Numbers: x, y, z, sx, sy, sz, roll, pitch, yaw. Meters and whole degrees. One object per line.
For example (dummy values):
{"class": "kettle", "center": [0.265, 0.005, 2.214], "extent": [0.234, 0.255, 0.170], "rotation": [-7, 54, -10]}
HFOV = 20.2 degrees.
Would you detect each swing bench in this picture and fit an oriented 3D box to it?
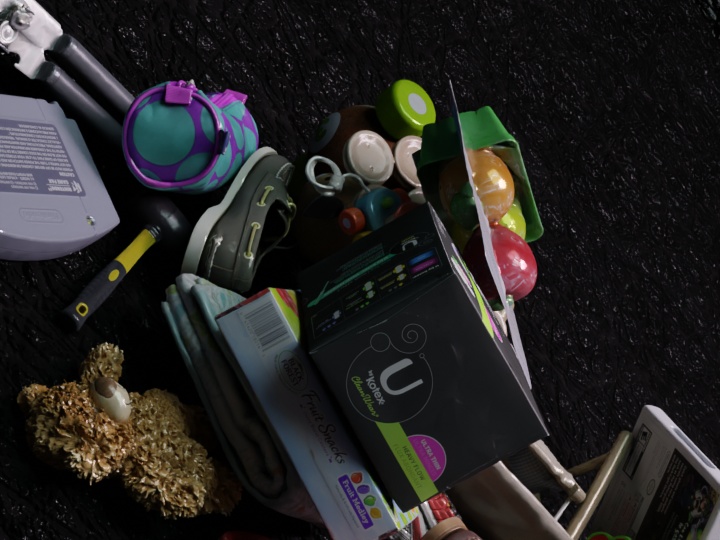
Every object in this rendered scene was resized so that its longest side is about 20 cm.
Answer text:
{"class": "swing bench", "center": [0.128, 0.171, 1.843], "extent": [0.199, 0.130, 0.200], "rotation": [49, 35, -18]}

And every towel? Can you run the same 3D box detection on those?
{"class": "towel", "center": [-0.078, 0.105, 1.593], "extent": [0.200, 0.048, 0.171], "rotation": [64, 10, 18]}

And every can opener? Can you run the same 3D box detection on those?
{"class": "can opener", "center": [-0.250, -0.168, 1.637], "extent": [0.200, 0.066, 0.053], "rotation": [43, 71, -40]}

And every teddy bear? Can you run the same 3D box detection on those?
{"class": "teddy bear", "center": [-0.156, 0.119, 1.467], "extent": [0.200, 0.067, 0.145], "rotation": [37, 30, -38]}

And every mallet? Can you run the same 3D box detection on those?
{"class": "mallet", "center": [-0.194, -0.013, 1.592], "extent": [0.066, 0.041, 0.200], "rotation": [54, 30, -4]}

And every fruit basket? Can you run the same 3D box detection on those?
{"class": "fruit basket", "center": [0.100, -0.028, 1.675], "extent": [0.185, 0.094, 0.200], "rotation": [67, 15, -50]}

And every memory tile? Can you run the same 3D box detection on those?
{"class": "memory tile", "center": [0.057, -0.022, 1.765], "extent": [0.153, 0.017, 0.200], "rotation": [3, 72, -36]}

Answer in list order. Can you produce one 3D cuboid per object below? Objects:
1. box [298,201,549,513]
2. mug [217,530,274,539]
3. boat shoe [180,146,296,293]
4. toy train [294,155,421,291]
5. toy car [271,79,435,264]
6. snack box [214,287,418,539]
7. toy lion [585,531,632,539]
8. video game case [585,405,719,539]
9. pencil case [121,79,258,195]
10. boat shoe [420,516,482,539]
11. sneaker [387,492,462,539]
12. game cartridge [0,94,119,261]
{"class": "box", "center": [0.042, 0.060, 1.513], "extent": [0.149, 0.124, 0.200], "rotation": [59, 5, -17]}
{"class": "mug", "center": [-0.008, 0.257, 1.502], "extent": [0.200, 0.133, 0.178], "rotation": [14, 50, -59]}
{"class": "boat shoe", "center": [-0.090, -0.041, 1.696], "extent": [0.060, 0.072, 0.202], "rotation": [19, 32, 7]}
{"class": "toy train", "center": [0.000, 0.000, 1.668], "extent": [0.150, 0.056, 0.200], "rotation": [24, 61, -29]}
{"class": "toy car", "center": [-0.023, -0.064, 1.828], "extent": [0.200, 0.164, 0.158], "rotation": [-22, 80, -52]}
{"class": "snack box", "center": [-0.030, 0.111, 1.515], "extent": [0.200, 0.053, 0.142], "rotation": [62, 7, 5]}
{"class": "toy lion", "center": [0.207, 0.329, 1.776], "extent": [0.069, 0.192, 0.200], "rotation": [39, 71, -32]}
{"class": "video game case", "center": [0.268, 0.250, 1.864], "extent": [0.023, 0.200, 0.182], "rotation": [15, 16, -22]}
{"class": "pencil case", "center": [-0.138, -0.111, 1.683], "extent": [0.085, 0.093, 0.200], "rotation": [20, 4, 4]}
{"class": "boat shoe", "center": [0.093, 0.272, 1.660], "extent": [0.070, 0.070, 0.200], "rotation": [45, -8, 28]}
{"class": "sneaker", "center": [0.015, 0.176, 1.673], "extent": [0.200, 0.082, 0.078], "rotation": [57, 0, -12]}
{"class": "game cartridge", "center": [-0.268, -0.072, 1.525], "extent": [0.200, 0.041, 0.133], "rotation": [1, 56, -60]}
